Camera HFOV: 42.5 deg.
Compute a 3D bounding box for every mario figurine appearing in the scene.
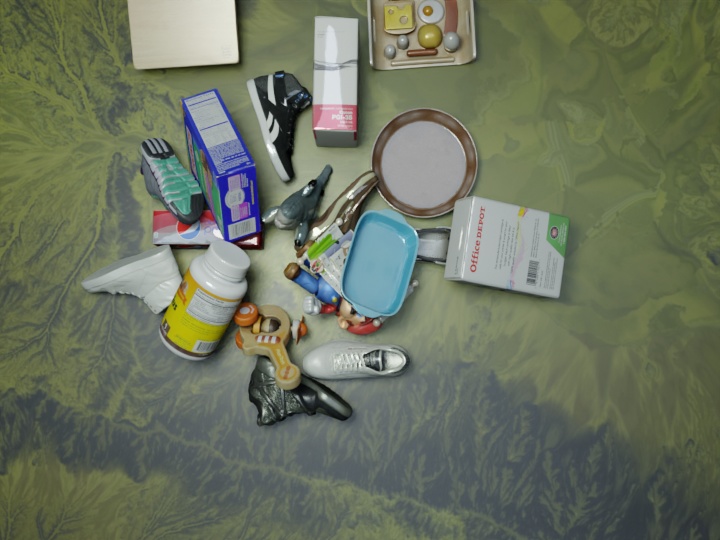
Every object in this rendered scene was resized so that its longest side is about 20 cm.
[{"bbox_3d":[-0.034,0.034,1.640,0.199,0.106,0.124,39,105,-11],"label":"mario figurine"}]

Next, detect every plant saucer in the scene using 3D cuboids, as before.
[{"bbox_3d":[0.117,-0.197,1.708,0.196,0.034,0.204,0,87,3],"label":"plant saucer"}]

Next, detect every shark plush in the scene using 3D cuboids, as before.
[{"bbox_3d":[-0.091,-0.124,1.651,0.091,0.084,0.199,39,46,14],"label":"shark plush"}]

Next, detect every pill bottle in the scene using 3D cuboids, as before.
[{"bbox_3d":[-0.268,0.051,1.616,0.108,0.109,0.202,33,113,4],"label":"pill bottle"}]

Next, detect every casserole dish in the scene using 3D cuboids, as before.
[{"bbox_3d":[0.029,-0.009,1.607,0.119,0.039,0.203,22,68,-12],"label":"casserole dish"}]

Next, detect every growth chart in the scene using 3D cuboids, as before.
[{"bbox_3d":[0.000,0.000,1.630,0.199,0.018,0.145,40,60,-4],"label":"growth chart"}]

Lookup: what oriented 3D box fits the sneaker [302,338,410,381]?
[{"bbox_3d":[-0.008,0.160,1.665,0.196,0.081,0.078,-5,87,3],"label":"sneaker"}]

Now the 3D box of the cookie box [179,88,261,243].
[{"bbox_3d":[-0.244,-0.182,1.612,0.074,0.173,0.201,-18,55,-16],"label":"cookie box"}]

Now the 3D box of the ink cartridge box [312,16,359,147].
[{"bbox_3d":[-0.043,-0.336,1.666,0.081,0.147,0.204,1,86,1],"label":"ink cartridge box"}]

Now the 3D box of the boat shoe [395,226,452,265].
[{"bbox_3d":[0.157,-0.046,1.683,0.196,0.060,0.075,5,85,2],"label":"boat shoe"}]

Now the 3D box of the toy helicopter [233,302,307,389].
[{"bbox_3d":[-0.142,0.132,1.636,0.130,0.080,0.201,-14,43,-17],"label":"toy helicopter"}]

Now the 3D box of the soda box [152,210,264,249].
[{"bbox_3d":[-0.277,-0.074,1.693,0.196,0.070,0.065,0,83,2],"label":"soda box"}]

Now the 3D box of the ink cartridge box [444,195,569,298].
[{"bbox_3d":[0.258,-0.039,1.638,0.197,0.084,0.148,10,86,-18],"label":"ink cartridge box"}]

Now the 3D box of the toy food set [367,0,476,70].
[{"bbox_3d":[0.112,-0.455,1.713,0.196,0.060,0.146,-3,86,1],"label":"toy food set"}]

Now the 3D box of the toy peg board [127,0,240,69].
[{"bbox_3d":[-0.323,-0.483,1.725,0.196,0.098,0.203,-3,101,2],"label":"toy peg board"}]

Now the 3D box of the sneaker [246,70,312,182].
[{"bbox_3d":[-0.130,-0.274,1.701,0.110,0.073,0.203,-19,84,2],"label":"sneaker"}]

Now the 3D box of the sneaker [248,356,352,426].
[{"bbox_3d":[-0.116,0.244,1.666,0.197,0.076,0.116,24,89,6],"label":"sneaker"}]

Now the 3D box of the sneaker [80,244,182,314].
[{"bbox_3d":[-0.409,0.036,1.687,0.197,0.074,0.117,-15,112,23],"label":"sneaker"}]

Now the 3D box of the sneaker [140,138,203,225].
[{"bbox_3d":[-0.343,-0.144,1.674,0.073,0.088,0.201,-10,55,-34],"label":"sneaker"}]

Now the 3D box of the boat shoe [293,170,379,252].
[{"bbox_3d":[-0.029,-0.089,1.689,0.075,0.075,0.202,44,101,1],"label":"boat shoe"}]
